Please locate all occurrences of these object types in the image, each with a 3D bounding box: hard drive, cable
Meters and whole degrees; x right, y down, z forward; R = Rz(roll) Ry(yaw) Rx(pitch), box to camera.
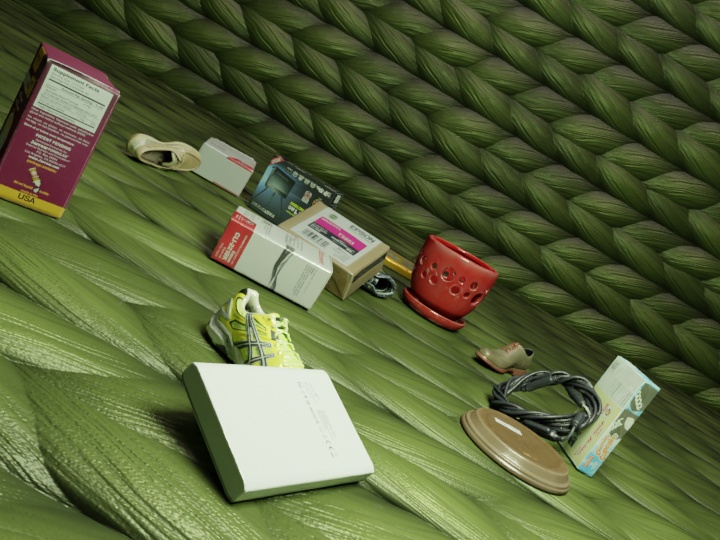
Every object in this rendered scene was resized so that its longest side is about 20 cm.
[{"bbox_3d":[-0.076,0.156,0.703,0.200,0.026,0.132,14,40,-54],"label":"hard drive"},{"bbox_3d":[0.337,0.234,1.298,0.200,0.051,0.163,16,41,43],"label":"cable"}]

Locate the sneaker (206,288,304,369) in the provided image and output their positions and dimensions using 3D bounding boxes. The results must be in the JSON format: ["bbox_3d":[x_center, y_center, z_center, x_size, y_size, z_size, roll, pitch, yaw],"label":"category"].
[{"bbox_3d":[-0.113,0.096,0.852,0.200,0.077,0.075,40,12,31],"label":"sneaker"}]

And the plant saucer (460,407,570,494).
[{"bbox_3d":[0.253,0.283,1.131,0.200,0.030,0.200,29,11,-6],"label":"plant saucer"}]

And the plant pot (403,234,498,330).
[{"bbox_3d":[0.214,0.033,1.752,0.200,0.183,0.200,30,11,-6],"label":"plant pot"}]

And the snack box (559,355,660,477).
[{"bbox_3d":[0.444,0.262,1.276,0.037,0.200,0.116,32,11,-11],"label":"snack box"}]

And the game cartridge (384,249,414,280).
[{"bbox_3d":[0.132,-0.014,2.160,0.200,0.032,0.176,29,11,-6],"label":"game cartridge"}]

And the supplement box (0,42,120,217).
[{"bbox_3d":[-0.434,-0.196,0.984,0.103,0.200,0.131,23,12,-35],"label":"supplement box"}]

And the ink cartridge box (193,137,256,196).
[{"bbox_3d":[-0.364,-0.281,1.886,0.145,0.084,0.200,29,11,-12],"label":"ink cartridge box"}]

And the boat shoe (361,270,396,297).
[{"bbox_3d":[0.000,0.000,1.614,0.200,0.071,0.091,23,9,-43],"label":"boat shoe"}]

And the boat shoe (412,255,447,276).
[{"bbox_3d":[0.248,0.016,2.297,0.200,0.063,0.073,34,37,28],"label":"boat shoe"}]

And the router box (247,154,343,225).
[{"bbox_3d":[-0.166,-0.178,1.772,0.200,0.150,0.062,33,11,14],"label":"router box"}]

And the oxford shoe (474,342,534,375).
[{"bbox_3d":[0.336,0.194,1.636,0.200,0.075,0.070,18,17,-49],"label":"oxford shoe"}]

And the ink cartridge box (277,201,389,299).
[{"bbox_3d":[-0.063,-0.047,1.498,0.200,0.075,0.165,33,37,15],"label":"ink cartridge box"}]

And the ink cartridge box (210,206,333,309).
[{"bbox_3d":[-0.156,-0.025,1.273,0.200,0.084,0.144,28,10,-10],"label":"ink cartridge box"}]

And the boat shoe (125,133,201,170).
[{"bbox_3d":[-0.444,-0.260,1.624,0.065,0.072,0.200,47,20,29],"label":"boat shoe"}]
